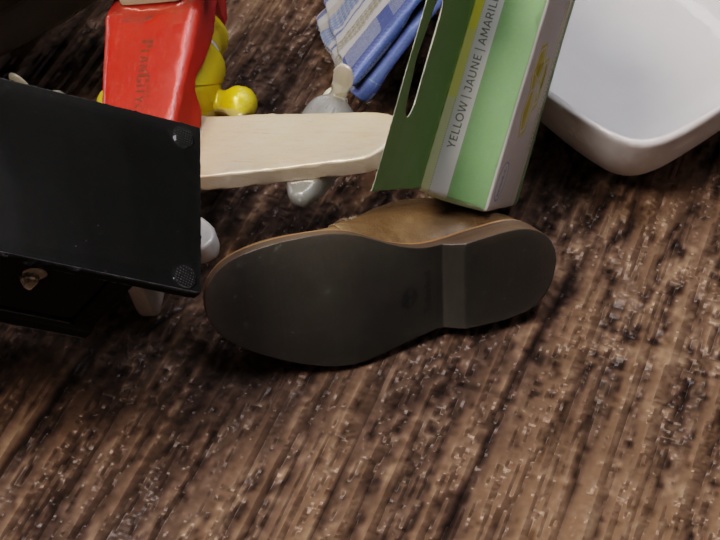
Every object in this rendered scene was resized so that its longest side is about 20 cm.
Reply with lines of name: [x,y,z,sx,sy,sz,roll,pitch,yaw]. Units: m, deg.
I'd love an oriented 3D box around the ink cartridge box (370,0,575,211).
ink cartridge box: [0.066,-0.105,1.220,0.048,0.146,0.200,17,7,10]

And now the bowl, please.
bowl: [0.160,-0.150,1.390,0.200,0.075,0.200,-35,64,-24]

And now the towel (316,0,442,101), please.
towel: [0.030,-0.176,1.343,0.024,0.147,0.200,36,10,-15]

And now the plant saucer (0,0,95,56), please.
plant saucer: [-0.184,-0.164,1.297,0.200,0.200,0.030,-32,88,-38]

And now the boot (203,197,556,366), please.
boot: [0.000,0.000,1.232,0.199,0.074,0.075,-7,27,-28]

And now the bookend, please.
bookend: [-0.208,-0.008,1.119,0.198,0.200,0.092,13,60,-27]

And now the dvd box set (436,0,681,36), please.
dvd box set: [0.117,-0.203,1.509,0.199,0.029,0.147,12,40,6]

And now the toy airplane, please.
toy airplane: [-0.103,-0.068,1.250,0.199,0.141,0.200,-43,67,-3]
